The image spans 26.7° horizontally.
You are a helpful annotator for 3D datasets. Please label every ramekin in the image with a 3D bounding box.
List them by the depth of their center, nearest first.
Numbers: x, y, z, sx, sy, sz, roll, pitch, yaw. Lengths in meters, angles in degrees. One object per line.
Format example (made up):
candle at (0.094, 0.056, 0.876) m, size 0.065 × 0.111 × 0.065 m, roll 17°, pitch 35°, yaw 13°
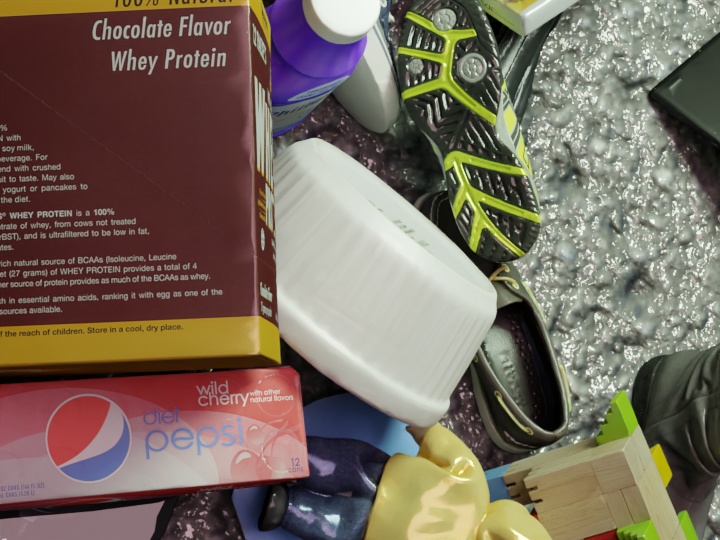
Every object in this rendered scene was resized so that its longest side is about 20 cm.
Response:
ramekin at (0.000, 0.000, 0.979) m, size 0.202 × 0.203 × 0.095 m, roll 38°, pitch 99°, yaw -10°

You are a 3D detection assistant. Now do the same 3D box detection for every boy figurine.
boy figurine at (0.037, 0.155, 0.988) m, size 0.197 × 0.064 × 0.126 m, roll 14°, pitch 72°, yaw -4°

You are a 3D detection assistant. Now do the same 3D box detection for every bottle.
bottle at (-0.043, -0.143, 1.002) m, size 0.083 × 0.200 × 0.066 m, roll -25°, pitch 88°, yaw -25°

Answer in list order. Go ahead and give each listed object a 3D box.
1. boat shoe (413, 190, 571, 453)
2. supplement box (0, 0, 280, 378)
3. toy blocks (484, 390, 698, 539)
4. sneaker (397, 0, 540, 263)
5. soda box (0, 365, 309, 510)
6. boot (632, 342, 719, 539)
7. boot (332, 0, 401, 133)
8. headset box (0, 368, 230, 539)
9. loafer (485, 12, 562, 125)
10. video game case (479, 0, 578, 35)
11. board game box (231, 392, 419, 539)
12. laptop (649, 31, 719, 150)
boat shoe at (0.098, 0.031, 1.095) m, size 0.071 × 0.060 × 0.203 m, roll -22°, pitch 87°, yaw -23°
supplement box at (-0.146, -0.047, 0.833) m, size 0.194 × 0.133 × 0.203 m, roll -3°, pitch 84°, yaw 2°
toy blocks at (0.154, 0.202, 1.045) m, size 0.202 × 0.135 × 0.100 m, roll 66°, pitch 26°, yaw -5°
sneaker at (0.075, -0.102, 1.069) m, size 0.074 × 0.076 × 0.203 m, roll -14°, pitch 86°, yaw 9°
soda box at (-0.133, 0.099, 0.890) m, size 0.197 × 0.063 × 0.071 m, roll -2°, pitch 79°, yaw -23°
boot at (0.242, 0.145, 1.087) m, size 0.069 × 0.131 × 0.203 m, roll 8°, pitch 76°, yaw -20°
boot at (0.007, -0.195, 1.057) m, size 0.090 × 0.072 × 0.201 m, roll -44°, pitch 138°, yaw -21°
headset box at (-0.192, 0.096, 0.952) m, size 0.173 × 0.093 × 0.202 m, roll 27°, pitch 70°, yaw -14°
loafer at (0.105, -0.185, 1.139) m, size 0.070 × 0.068 × 0.203 m, roll 27°, pitch 74°, yaw -24°
video game case at (0.129, -0.271, 1.140) m, size 0.199 × 0.023 × 0.182 m, roll -34°, pitch 56°, yaw -24°
board game box at (0.000, 0.188, 1.038) m, size 0.156 × 0.039 × 0.202 m, roll -18°, pitch 80°, yaw -18°
laptop at (0.363, -0.105, 1.255) m, size 0.187 × 0.117 × 0.200 m, roll -38°, pitch 65°, yaw -24°
